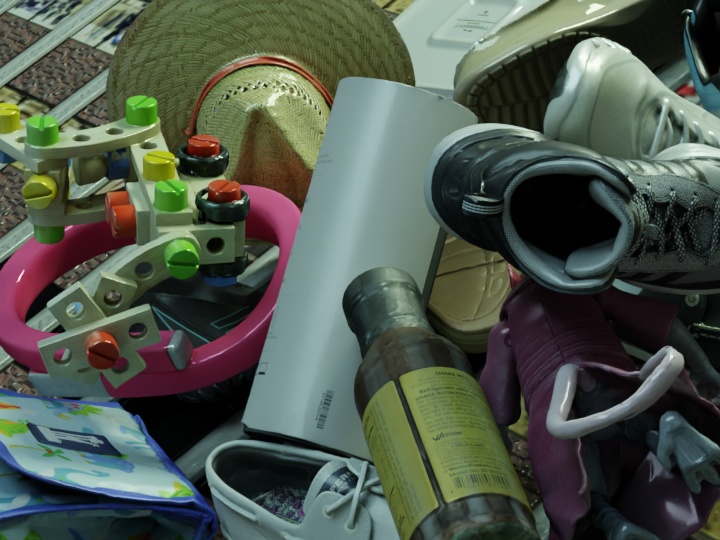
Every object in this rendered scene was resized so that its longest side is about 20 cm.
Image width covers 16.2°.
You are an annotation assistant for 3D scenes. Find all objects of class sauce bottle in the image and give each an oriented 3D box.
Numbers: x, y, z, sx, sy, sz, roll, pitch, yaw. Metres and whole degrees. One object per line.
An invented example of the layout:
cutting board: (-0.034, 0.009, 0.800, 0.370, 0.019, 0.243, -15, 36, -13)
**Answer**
sauce bottle: (0.034, 0.074, 1.221, 0.065, 0.065, 0.200, -25, 42, 6)

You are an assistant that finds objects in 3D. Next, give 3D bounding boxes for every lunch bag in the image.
lunch bag: (-0.191, 0.140, 1.360, 0.200, 0.128, 0.170, -20, 23, -16)

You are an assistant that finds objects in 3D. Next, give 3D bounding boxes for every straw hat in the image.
straw hat: (-0.055, -0.074, 1.492, 0.201, 0.201, 0.085, -23, 34, 11)

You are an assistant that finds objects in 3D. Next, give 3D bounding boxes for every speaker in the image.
speaker: (0.000, 0.000, 1.349, 0.081, 0.081, 0.200, 6, 77, 45)

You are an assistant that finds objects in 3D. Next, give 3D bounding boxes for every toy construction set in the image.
toy construction set: (-0.132, -0.027, 1.372, 0.131, 0.092, 0.200, -3, 41, -13)

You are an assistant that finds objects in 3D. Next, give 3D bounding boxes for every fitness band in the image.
fitness band: (-0.118, 0.008, 1.426, 0.200, 0.037, 0.144, -1, 44, 28)

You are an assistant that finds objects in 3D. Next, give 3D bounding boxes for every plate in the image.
plate: (0.081, -0.153, 1.660, 0.199, 0.032, 0.200, 10, 47, 48)

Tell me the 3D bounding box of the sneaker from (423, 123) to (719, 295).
sneaker: (0.133, -0.020, 1.200, 0.200, 0.076, 0.114, 8, 11, -8)

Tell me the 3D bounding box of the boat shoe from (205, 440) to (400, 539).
boat shoe: (-0.004, 0.125, 1.267, 0.072, 0.069, 0.200, -42, 33, -23)

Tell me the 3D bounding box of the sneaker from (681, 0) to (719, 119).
sneaker: (0.225, -0.134, 1.450, 0.078, 0.090, 0.200, -21, 31, 15)

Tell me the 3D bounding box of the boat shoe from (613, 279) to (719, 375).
boat shoe: (0.162, 0.011, 1.311, 0.200, 0.060, 0.076, 5, 44, 44)

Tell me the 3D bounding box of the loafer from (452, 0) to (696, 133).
loafer: (0.137, -0.144, 1.554, 0.200, 0.076, 0.068, -27, 39, -16)

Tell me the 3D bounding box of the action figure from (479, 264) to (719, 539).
action figure: (0.098, 0.056, 1.224, 0.134, 0.149, 0.200, -31, 43, 8)

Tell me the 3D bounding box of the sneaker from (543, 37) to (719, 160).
sneaker: (0.162, -0.064, 1.314, 0.081, 0.200, 0.075, 19, 86, 35)

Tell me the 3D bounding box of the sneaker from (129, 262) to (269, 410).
sneaker: (-0.061, 0.047, 1.456, 0.200, 0.075, 0.079, 10, 76, 39)

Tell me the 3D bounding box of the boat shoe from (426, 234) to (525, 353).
boat shoe: (0.052, -0.005, 1.441, 0.073, 0.063, 0.200, -14, 33, -5)
